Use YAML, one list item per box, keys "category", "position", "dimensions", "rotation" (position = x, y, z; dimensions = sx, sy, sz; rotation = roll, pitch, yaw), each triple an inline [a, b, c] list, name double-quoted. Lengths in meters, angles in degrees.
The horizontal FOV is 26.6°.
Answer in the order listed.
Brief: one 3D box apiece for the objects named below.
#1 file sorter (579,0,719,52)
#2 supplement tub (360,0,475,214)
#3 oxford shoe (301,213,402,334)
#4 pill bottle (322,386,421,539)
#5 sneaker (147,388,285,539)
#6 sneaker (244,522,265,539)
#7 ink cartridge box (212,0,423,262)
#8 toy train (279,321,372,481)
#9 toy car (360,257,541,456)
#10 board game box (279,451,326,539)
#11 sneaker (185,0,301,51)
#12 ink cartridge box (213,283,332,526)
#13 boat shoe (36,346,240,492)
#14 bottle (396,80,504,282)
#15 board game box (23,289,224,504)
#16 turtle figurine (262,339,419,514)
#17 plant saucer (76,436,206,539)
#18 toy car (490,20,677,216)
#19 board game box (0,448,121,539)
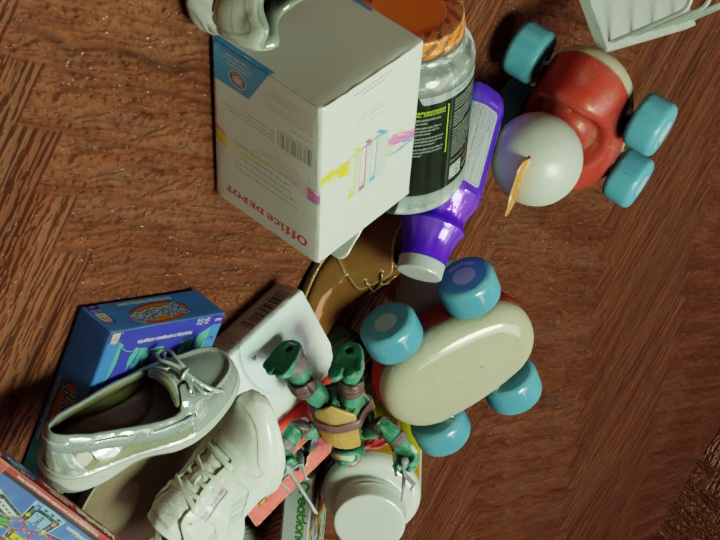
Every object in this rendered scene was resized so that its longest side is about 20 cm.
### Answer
- category: "file sorter"
  position: [0.325, -0.328, 1.604]
  dimensions: [0.124, 0.140, 0.199]
  rotation: [-19, -178, 42]
- category: "supplement tub"
  position: [0.042, -0.160, 1.393]
  dimensions: [0.122, 0.122, 0.201]
  rotation: [-38, 150, -30]
- category: "oxford shoe"
  position: [0.000, 0.000, 1.566]
  dimensions: [0.201, 0.071, 0.071]
  rotation: [-56, 155, 5]
- category: "pill bottle"
  position: [0.014, 0.216, 1.691]
  dimensions: [0.201, 0.108, 0.110]
  rotation: [-85, -169, -59]
- category: "sneaker"
  position: [-0.132, 0.198, 1.363]
  dimensions: [0.099, 0.075, 0.201]
  rotation: [-6, 127, -48]
- category: "sneaker"
  position: [-0.158, 0.387, 1.735]
  dimensions: [0.075, 0.076, 0.201]
  rotation: [-10, 129, -56]
- category: "ink cartridge box"
  position: [-0.039, -0.119, 1.299]
  dimensions: [0.125, 0.128, 0.201]
  rotation: [-37, 149, -32]
- category: "toy train"
  position: [-0.064, 0.142, 1.618]
  dimensions: [0.200, 0.085, 0.115]
  rotation: [-36, 135, -29]
- category: "toy car"
  position: [0.075, 0.056, 1.640]
  dimensions: [0.176, 0.200, 0.185]
  rotation: [-30, 128, -2]
- category: "board game box"
  position: [-0.066, 0.307, 1.723]
  dimensions: [0.126, 0.034, 0.202]
  rotation: [-55, 151, -75]
- category: "sneaker"
  position: [-0.050, -0.258, 1.178]
  dimensions: [0.201, 0.081, 0.075]
  rotation: [-57, 152, 0]
- category: "ink cartridge box"
  position: [-0.084, 0.139, 1.516]
  dimensions: [0.160, 0.047, 0.201]
  rotation: [-43, 122, -24]
- category: "boat shoe"
  position: [-0.184, 0.116, 1.289]
  dimensions: [0.201, 0.074, 0.065]
  rotation: [-25, 145, -33]
- category: "bottle"
  position: [0.083, -0.090, 1.518]
  dimensions: [0.065, 0.083, 0.202]
  rotation: [29, 72, -41]
- category: "board game box"
  position: [-0.217, 0.119, 1.367]
  dimensions: [0.152, 0.045, 0.201]
  rotation: [-10, 130, -55]
- category: "turtle figurine"
  position: [-0.024, 0.154, 1.502]
  dimensions: [0.148, 0.101, 0.201]
  rotation: [-12, 131, 5]
- category: "plant saucer"
  position: [-0.187, 0.202, 1.402]
  dimensions: [0.199, 0.034, 0.201]
  rotation: [-30, 141, -28]
- category: "toy car"
  position: [0.192, -0.119, 1.576]
  dimensions: [0.200, 0.184, 0.177]
  rotation: [-48, 164, -29]
- category: "board game box"
  position: [-0.295, 0.220, 1.282]
  dimensions: [0.103, 0.019, 0.200]
  rotation: [-37, 134, 3]
